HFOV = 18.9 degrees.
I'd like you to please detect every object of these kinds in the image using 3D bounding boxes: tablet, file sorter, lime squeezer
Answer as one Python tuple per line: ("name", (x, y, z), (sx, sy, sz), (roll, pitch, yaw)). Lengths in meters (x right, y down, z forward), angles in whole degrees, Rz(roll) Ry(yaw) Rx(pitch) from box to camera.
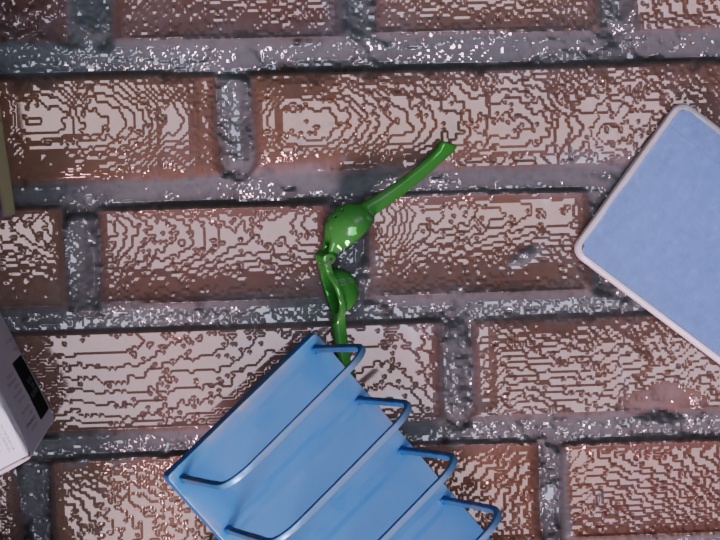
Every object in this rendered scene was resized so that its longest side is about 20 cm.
("tablet", (0.260, -0.006, 1.485), (0.200, 0.014, 0.130), (36, 90, -4))
("file sorter", (0.001, 0.161, 1.393), (0.139, 0.123, 0.200), (-44, 103, -16))
("lime squeezer", (0.000, 0.000, 1.461), (0.070, 0.038, 0.201), (17, 91, -37))

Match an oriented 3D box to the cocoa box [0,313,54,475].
("cocoa box", (-0.283, 0.079, 1.353), (0.131, 0.200, 0.134), (-27, 94, -2))

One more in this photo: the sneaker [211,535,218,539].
("sneaker", (-0.103, 0.260, 1.436), (0.076, 0.081, 0.201), (26, 88, -3))

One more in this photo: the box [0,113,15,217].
("box", (-0.284, -0.124, 1.357), (0.096, 0.176, 0.201), (-8, 94, -4))
